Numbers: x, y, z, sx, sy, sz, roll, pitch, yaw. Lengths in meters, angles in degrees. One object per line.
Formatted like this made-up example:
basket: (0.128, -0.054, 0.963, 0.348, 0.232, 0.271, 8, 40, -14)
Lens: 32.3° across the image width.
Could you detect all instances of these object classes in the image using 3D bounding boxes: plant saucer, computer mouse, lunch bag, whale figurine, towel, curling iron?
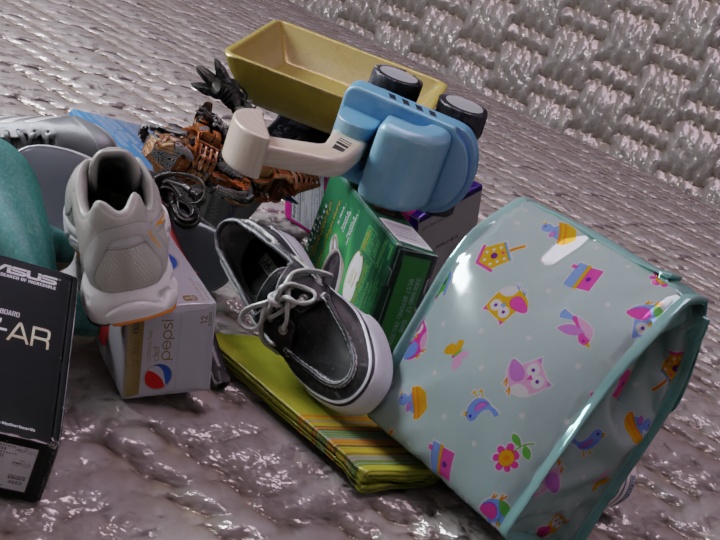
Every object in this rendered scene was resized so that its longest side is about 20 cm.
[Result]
plant saucer: (-0.023, -0.177, 1.224, 0.197, 0.049, 0.200, 22, 23, 3)
computer mouse: (-0.032, -0.125, 1.271, 0.138, 0.046, 0.201, 19, 43, 1)
lunch bag: (0.123, 0.065, 0.851, 0.170, 0.202, 0.122, 35, 2, 42)
whale figurine: (-0.253, -0.026, 0.852, 0.199, 0.105, 0.158, 38, 21, 31)
towel: (-0.033, 0.100, 0.901, 0.085, 0.018, 0.199, 12, 18, -48)
curling iron: (-0.126, 0.001, 0.935, 0.049, 0.026, 0.202, -8, 53, -14)

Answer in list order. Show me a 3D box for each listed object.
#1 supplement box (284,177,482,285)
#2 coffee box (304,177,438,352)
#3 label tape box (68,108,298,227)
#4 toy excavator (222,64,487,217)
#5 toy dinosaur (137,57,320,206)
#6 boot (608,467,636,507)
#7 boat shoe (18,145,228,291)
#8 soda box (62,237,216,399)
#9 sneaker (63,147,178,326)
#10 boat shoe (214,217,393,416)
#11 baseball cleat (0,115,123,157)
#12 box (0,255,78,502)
supplement box: (0.019, -0.074, 1.318, 0.100, 0.105, 0.199, -27, 47, -36)
coffee box: (0.000, 0.000, 1.070, 0.043, 0.125, 0.200, 13, 16, -22)
label tape box: (-0.180, -0.085, 1.218, 0.198, 0.067, 0.143, 12, 19, -41)
toy excavator: (0.001, -0.101, 1.029, 0.192, 0.101, 0.200, 23, 24, 3)
toy dinosaur: (-0.119, -0.097, 1.115, 0.200, 0.102, 0.136, 43, 11, -52)
boot: (0.122, 0.107, 0.967, 0.090, 0.074, 0.200, 14, 17, -43)
boat shoe: (-0.195, -0.047, 1.030, 0.197, 0.075, 0.068, 20, 9, -12)
soda box: (-0.163, 0.012, 0.893, 0.063, 0.069, 0.200, -4, 26, -25)
sneaker: (-0.160, -0.048, 0.824, 0.074, 0.093, 0.200, -9, 29, -16)
boat shoe: (-0.048, 0.025, 0.898, 0.068, 0.074, 0.200, 28, 21, -45)
baseball cleat: (-0.306, -0.100, 1.077, 0.197, 0.071, 0.106, 7, 15, 29)
box: (-0.261, 0.038, 0.687, 0.197, 0.044, 0.161, 17, 30, -18)
